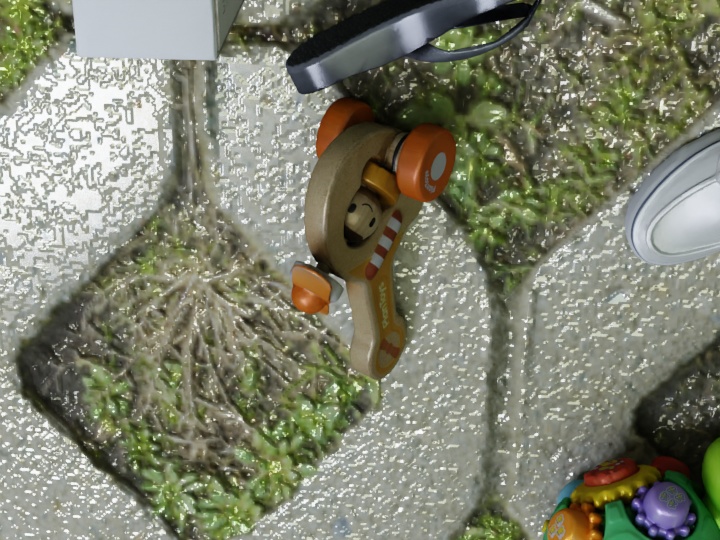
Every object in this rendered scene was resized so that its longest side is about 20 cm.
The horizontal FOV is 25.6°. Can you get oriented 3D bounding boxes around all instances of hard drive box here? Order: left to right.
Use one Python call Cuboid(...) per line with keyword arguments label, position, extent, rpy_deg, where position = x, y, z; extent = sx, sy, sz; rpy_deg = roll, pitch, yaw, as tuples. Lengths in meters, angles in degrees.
Cuboid(label="hard drive box", position=(-0.099, -0.221, 0.848), extent=(0.076, 0.201, 0.158), rpy_deg=(2, 117, 4))

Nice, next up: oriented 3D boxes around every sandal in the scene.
Cuboid(label="sandal", position=(0.050, -0.148, 0.947), extent=(0.198, 0.076, 0.043), rpy_deg=(-19, 113, 26))

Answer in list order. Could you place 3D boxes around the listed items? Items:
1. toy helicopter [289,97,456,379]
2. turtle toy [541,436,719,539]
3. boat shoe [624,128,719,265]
Cuboid(label="toy helicopter", position=(0.000, 0.000, 1.003), extent=(0.078, 0.132, 0.201), rpy_deg=(20, 140, 27))
Cuboid(label="turtle toy", position=(0.204, 0.174, 1.070), extent=(0.198, 0.146, 0.102), rpy_deg=(-17, 93, 13))
Cuboid(label="boat shoe", position=(0.253, -0.057, 0.975), extent=(0.199, 0.066, 0.074), rpy_deg=(-33, 110, 20))
